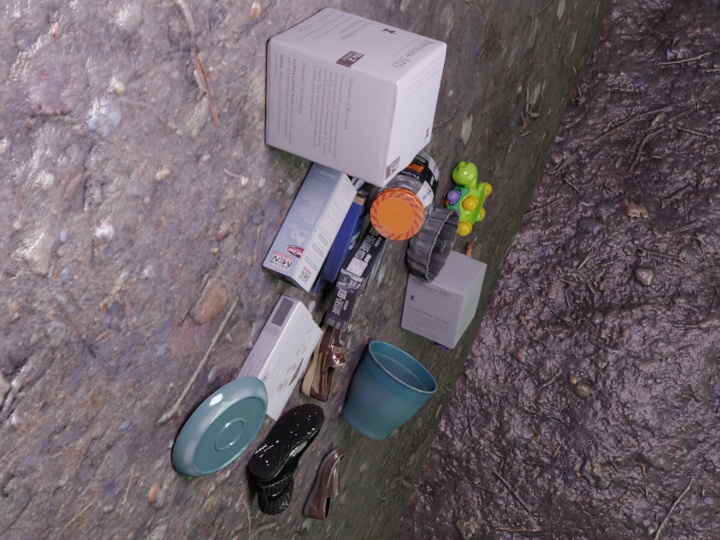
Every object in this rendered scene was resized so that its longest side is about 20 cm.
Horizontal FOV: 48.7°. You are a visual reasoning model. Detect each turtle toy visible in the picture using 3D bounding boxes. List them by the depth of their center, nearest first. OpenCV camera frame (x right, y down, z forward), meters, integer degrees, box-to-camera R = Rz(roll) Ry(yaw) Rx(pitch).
[{"bbox_3d":[0.283,-0.197,2.147,0.146,0.101,0.200,-41,147,-52],"label":"turtle toy"}]

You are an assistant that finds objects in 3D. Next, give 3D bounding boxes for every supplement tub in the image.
[{"bbox_3d":[0.080,-0.142,1.486,0.200,0.122,0.123,-72,174,-60],"label":"supplement tub"}]

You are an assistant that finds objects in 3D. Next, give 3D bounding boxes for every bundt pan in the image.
[{"bbox_3d":[0.180,-0.075,2.038,0.202,0.076,0.202,-55,158,-35],"label":"bundt pan"}]

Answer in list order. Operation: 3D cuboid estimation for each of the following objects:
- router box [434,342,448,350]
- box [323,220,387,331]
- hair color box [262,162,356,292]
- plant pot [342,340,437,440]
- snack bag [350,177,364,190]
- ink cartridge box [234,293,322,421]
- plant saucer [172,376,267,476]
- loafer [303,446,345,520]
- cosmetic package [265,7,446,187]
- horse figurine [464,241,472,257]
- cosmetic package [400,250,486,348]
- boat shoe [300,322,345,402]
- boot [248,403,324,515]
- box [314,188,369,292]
[{"bbox_3d":[0.323,0.150,2.720,0.200,0.052,0.157,-52,156,-39],"label":"router box"},{"bbox_3d":[0.000,0.000,1.589,0.200,0.050,0.158,-60,173,-46],"label":"box"},{"bbox_3d":[-0.083,-0.073,1.344,0.200,0.061,0.099,-65,161,-10],"label":"hair color box"},{"bbox_3d":[0.056,0.309,1.981,0.188,0.200,0.200,-57,165,16],"label":"plant pot"},{"bbox_3d":[0.049,-0.230,1.465,0.200,0.021,0.189,-52,-178,-34],"label":"snack bag"},{"bbox_3d":[-0.149,0.162,1.453,0.200,0.044,0.174,-62,161,-15],"label":"ink cartridge box"},{"bbox_3d":[-0.223,0.265,1.315,0.200,0.027,0.200,-39,150,-28],"label":"plant saucer"},{"bbox_3d":[-0.077,0.549,2.038,0.200,0.071,0.073,-69,161,3],"label":"loafer"},{"bbox_3d":[-0.008,-0.250,1.132,0.165,0.200,0.165,-48,154,-46],"label":"cosmetic package"},{"bbox_3d":[0.332,0.020,2.595,0.200,0.050,0.133,-51,144,-25],"label":"horse figurine"},{"bbox_3d":[0.227,0.069,2.189,0.166,0.167,0.200,-47,152,-45],"label":"cosmetic package"},{"bbox_3d":[-0.061,0.181,1.670,0.200,0.072,0.072,-70,161,6],"label":"boat shoe"},{"bbox_3d":[-0.147,0.389,1.647,0.211,0.079,0.158,-43,144,-30],"label":"boot"},{"bbox_3d":[-0.030,-0.053,1.505,0.121,0.032,0.200,-47,161,-75],"label":"box"}]
